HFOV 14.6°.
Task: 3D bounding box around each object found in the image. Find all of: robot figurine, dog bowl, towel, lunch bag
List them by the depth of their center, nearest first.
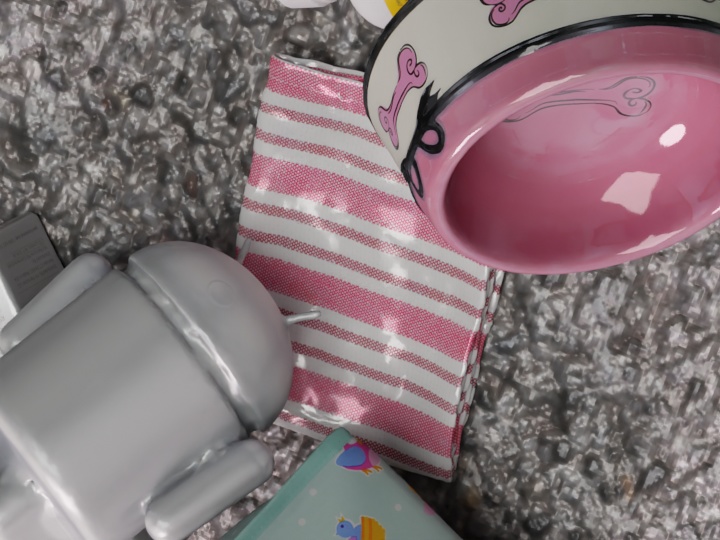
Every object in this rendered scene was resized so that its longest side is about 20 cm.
[{"bbox_3d":[0.105,-0.073,1.301,0.199,0.200,0.074,-28,56,24],"label":"dog bowl"},{"bbox_3d":[-0.025,0.208,1.406,0.170,0.122,0.200,46,74,1],"label":"lunch bag"},{"bbox_3d":[-0.116,0.063,1.419,0.200,0.113,0.170,-38,62,-8],"label":"robot figurine"},{"bbox_3d":[0.000,0.000,1.452,0.146,0.030,0.201,17,109,17],"label":"towel"}]

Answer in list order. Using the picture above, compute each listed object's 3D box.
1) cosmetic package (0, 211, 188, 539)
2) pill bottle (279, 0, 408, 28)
[{"bbox_3d":[-0.184,0.081,1.518,0.101,0.074,0.201,-23,96,23],"label":"cosmetic package"},{"bbox_3d":[0.055,-0.170,1.348,0.199,0.104,0.105,-3,102,21],"label":"pill bottle"}]
